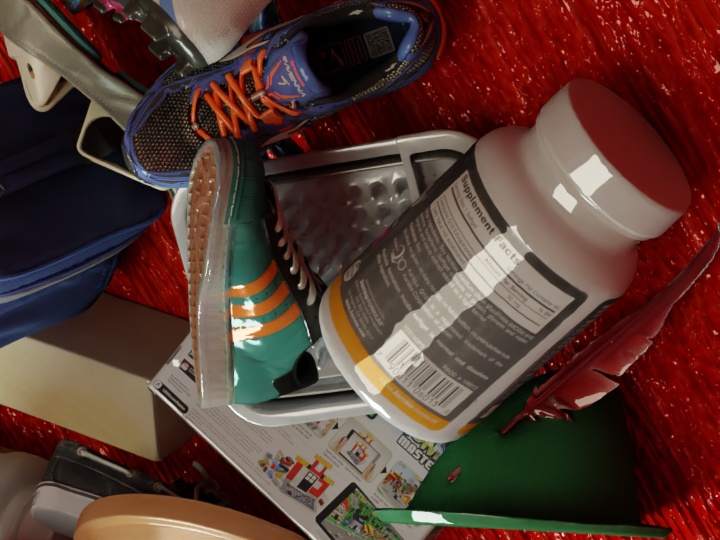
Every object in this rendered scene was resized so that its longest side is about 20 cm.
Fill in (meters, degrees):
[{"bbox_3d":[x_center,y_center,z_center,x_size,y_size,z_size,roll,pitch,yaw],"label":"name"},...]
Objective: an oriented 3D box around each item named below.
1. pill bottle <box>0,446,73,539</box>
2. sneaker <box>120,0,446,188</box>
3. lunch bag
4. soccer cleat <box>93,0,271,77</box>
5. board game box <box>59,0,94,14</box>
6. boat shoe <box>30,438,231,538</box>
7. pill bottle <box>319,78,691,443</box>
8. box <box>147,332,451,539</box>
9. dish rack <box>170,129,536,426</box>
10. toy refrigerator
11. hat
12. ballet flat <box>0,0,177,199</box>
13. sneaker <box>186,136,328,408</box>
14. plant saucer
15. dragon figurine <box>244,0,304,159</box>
[{"bbox_3d":[-0.265,0.181,1.942,0.199,0.114,0.115,10,120,37],"label":"pill bottle"},{"bbox_3d":[-0.045,-0.109,1.536,0.076,0.199,0.078,61,180,-1],"label":"sneaker"},{"bbox_3d":[-0.231,-0.039,1.726,0.136,0.200,0.132,52,134,12],"label":"lunch bag"},{"bbox_3d":[-0.117,-0.182,1.570,0.200,0.086,0.070,42,171,42],"label":"soccer cleat"},{"bbox_3d":[-0.171,-0.279,1.639,0.166,0.057,0.200,49,137,9],"label":"board game box"},{"bbox_3d":[-0.118,0.167,1.836,0.198,0.068,0.074,18,158,6],"label":"boat shoe"},{"bbox_3d":[0.080,-0.006,1.508,0.200,0.116,0.117,-44,83,24],"label":"pill bottle"},{"bbox_3d":[-0.025,0.096,1.705,0.200,0.035,0.110,42,99,14],"label":"box"},{"bbox_3d":[0.000,0.000,1.614,0.199,0.044,0.173,-9,114,14],"label":"dish rack"},{"bbox_3d":[-0.190,0.061,1.836,0.199,0.076,0.070,17,124,32],"label":"toy refrigerator"},{"bbox_3d":[0.110,0.063,1.589,0.199,0.166,0.177,3,86,11],"label":"hat"},{"bbox_3d":[-0.169,-0.110,1.691,0.200,0.064,0.067,39,180,-7],"label":"ballet flat"},{"bbox_3d":[-0.056,-0.001,1.550,0.201,0.079,0.072,94,166,-48],"label":"sneaker"},{"bbox_3d":[-0.091,0.202,1.766,0.199,0.032,0.201,14,155,7],"label":"plant saucer"},{"bbox_3d":[-0.050,-0.114,1.627,0.099,0.059,0.201,36,133,19],"label":"dragon figurine"}]
